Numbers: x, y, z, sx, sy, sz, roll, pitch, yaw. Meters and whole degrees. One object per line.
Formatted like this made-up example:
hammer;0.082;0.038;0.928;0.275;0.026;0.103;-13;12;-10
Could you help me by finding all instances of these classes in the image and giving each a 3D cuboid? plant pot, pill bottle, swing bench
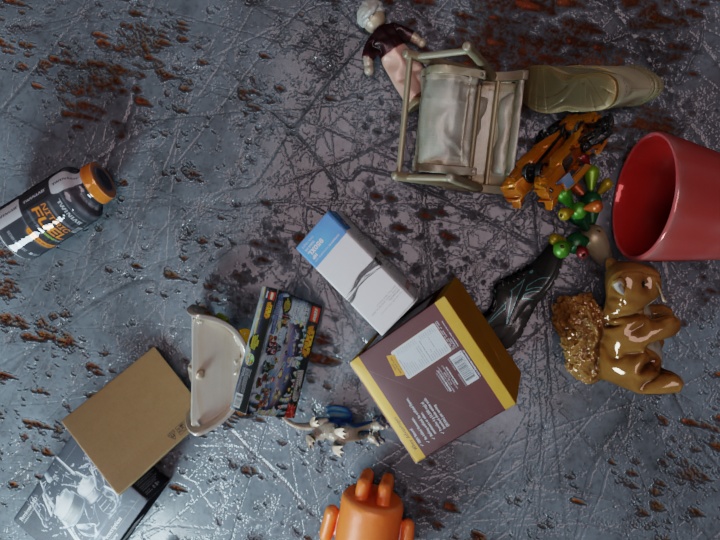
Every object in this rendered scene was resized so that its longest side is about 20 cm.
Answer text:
plant pot;0.519;-0.104;1.001;0.172;0.200;0.207;7;95;-4
pill bottle;-0.535;-0.113;1.141;0.197;0.106;0.108;-30;90;7
swing bench;0.164;-0.235;1.034;0.128;0.197;0.205;10;96;41

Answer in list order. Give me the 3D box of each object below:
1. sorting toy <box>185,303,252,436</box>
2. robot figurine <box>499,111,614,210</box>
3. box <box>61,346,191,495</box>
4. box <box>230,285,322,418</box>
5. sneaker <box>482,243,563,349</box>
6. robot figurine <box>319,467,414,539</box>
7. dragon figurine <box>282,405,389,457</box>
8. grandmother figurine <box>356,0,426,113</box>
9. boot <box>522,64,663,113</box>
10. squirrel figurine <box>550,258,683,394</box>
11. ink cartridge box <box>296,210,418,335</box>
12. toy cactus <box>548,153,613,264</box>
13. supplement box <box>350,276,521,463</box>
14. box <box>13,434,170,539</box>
sorting toy;-0.264;0.142;1.101;0.104;0.179;0.206;-4;106;-32
robot figurine;0.319;-0.181;1.025;0.200;0.144;0.059;-45;117;-19
box;-0.396;0.262;1.138;0.199;0.021;0.164;-40;85;-24
box;-0.137;0.141;1.082;0.039;0.136;0.206;10;82;31
sneaker;0.271;0.032;1.083;0.078;0.075;0.203;32;96;5
robot figurine;0.011;0.455;1.117;0.140;0.116;0.206;6;95;-30
dragon figurine;-0.047;0.278;1.139;0.195;0.099;0.061;7;96;25
grandmother figurine;0.053;-0.370;1.092;0.119;0.060;0.203;-29;88;-21
boot;0.369;-0.300;1.045;0.152;0.198;0.075;-15;112;-33
squirrel figurine;0.403;0.082;1.027;0.195;0.142;0.191;-8;114;23
ink cartridge box;0.000;0.000;1.073;0.200;0.145;0.084;45;98;2
toy cactus;0.373;-0.083;1.047;0.101;0.203;0.165;-16;128;39
supplement box;0.126;0.161;1.055;0.198;0.133;0.200;-36;89;21
box;-0.487;0.417;1.170;0.181;0.104;0.202;37;96;3
